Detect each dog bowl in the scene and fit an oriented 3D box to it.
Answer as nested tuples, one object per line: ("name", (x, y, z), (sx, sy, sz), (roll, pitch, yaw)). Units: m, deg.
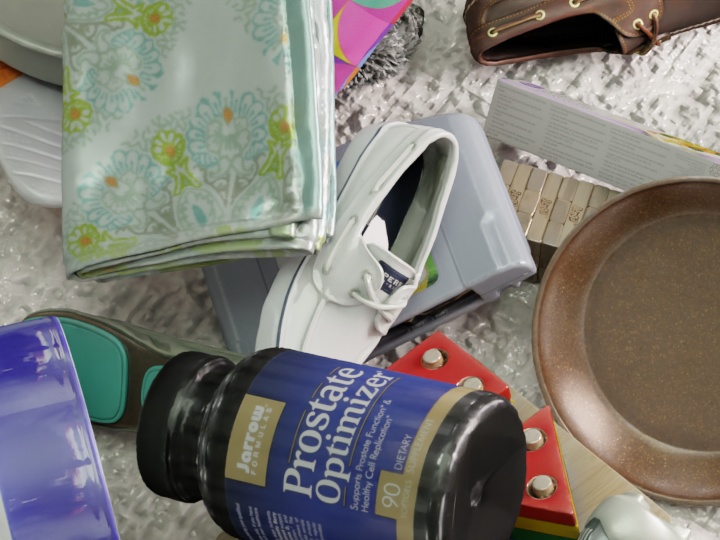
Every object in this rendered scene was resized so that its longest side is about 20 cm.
("dog bowl", (-0.187, 0.129, 1.552), (0.079, 0.200, 0.200), (-14, 61, -9))

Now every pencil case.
("pencil case", (-0.036, -0.150, 1.687), (0.088, 0.088, 0.200), (42, 105, 21))

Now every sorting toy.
("sorting toy", (0.043, 0.141, 1.579), (0.200, 0.070, 0.199), (-35, 47, -17))

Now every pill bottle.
("pill bottle", (-0.018, 0.104, 1.505), (0.200, 0.112, 0.112), (11, 60, 27))

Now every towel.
("towel", (-0.099, -0.094, 1.621), (0.171, 0.048, 0.200), (-8, 70, 19))

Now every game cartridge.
("game cartridge", (-0.002, -0.012, 1.680), (0.200, 0.040, 0.133), (-27, 57, 12))

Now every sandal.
("sandal", (-0.219, -0.097, 1.753), (0.079, 0.059, 0.207), (-2, 45, -17))

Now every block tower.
("block tower", (0.138, -0.020, 1.708), (0.200, 0.058, 0.054), (17, 63, 9))

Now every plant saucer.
("plant saucer", (0.204, 0.040, 1.635), (0.200, 0.037, 0.200), (3, 101, 14))

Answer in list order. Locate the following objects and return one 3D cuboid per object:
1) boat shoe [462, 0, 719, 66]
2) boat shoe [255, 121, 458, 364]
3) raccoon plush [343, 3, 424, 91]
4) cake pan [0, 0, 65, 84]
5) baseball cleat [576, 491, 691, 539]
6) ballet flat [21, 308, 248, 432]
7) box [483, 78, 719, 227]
("boat shoe", (0.168, -0.169, 1.784), (0.200, 0.070, 0.070), (-7, 54, 7))
("boat shoe", (0.000, 0.000, 1.601), (0.065, 0.074, 0.200), (2, 68, 49))
("raccoon plush", (-0.021, -0.167, 1.749), (0.097, 0.134, 0.200), (25, 64, 13))
("cake pan", (-0.176, -0.187, 1.778), (0.200, 0.037, 0.200), (8, 42, -8))
("baseball cleat", (0.182, 0.213, 1.532), (0.200, 0.070, 0.106), (43, 73, -19))
("ballet flat", (-0.124, 0.068, 1.662), (0.200, 0.064, 0.067), (15, 102, 33))
("box", (0.168, -0.072, 1.704), (0.200, 0.039, 0.041), (23, 103, 35))
